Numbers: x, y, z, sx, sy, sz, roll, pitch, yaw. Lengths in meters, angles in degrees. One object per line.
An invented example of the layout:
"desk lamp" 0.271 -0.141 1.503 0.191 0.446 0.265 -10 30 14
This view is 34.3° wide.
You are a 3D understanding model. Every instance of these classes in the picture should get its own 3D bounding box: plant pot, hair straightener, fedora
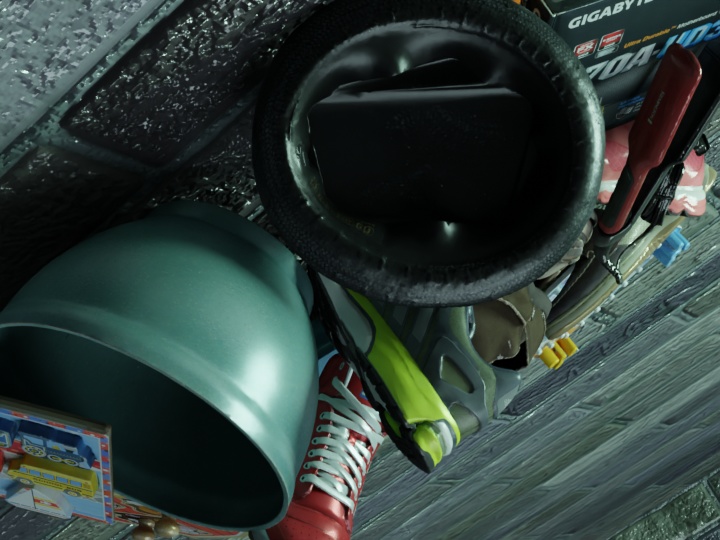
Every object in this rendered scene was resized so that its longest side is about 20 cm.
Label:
"plant pot" -0.107 0.044 0.695 0.200 0.200 0.134 106 8 -57
"hair straightener" 0.218 -0.070 0.815 0.077 0.041 0.200 -11 134 -26
"fedora" 0.036 -0.072 0.680 0.200 0.201 0.092 -27 -171 -4

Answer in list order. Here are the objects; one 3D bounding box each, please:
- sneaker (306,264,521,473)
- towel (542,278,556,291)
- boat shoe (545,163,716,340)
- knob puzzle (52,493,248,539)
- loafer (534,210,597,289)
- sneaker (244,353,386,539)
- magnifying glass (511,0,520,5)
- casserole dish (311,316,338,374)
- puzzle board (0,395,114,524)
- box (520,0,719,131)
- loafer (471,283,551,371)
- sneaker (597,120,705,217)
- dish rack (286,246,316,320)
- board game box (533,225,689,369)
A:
"sneaker" 0.024 0.026 0.707 0.081 0.200 0.074 -23 148 -13
"towel" 0.081 0.063 1.094 0.148 0.037 0.200 -4 146 -42
"boat shoe" 0.211 -0.028 0.976 0.200 0.065 0.072 -46 173 -3
"knob puzzle" -0.180 0.208 0.969 0.219 0.030 0.220 8 159 3
"loafer" 0.140 -0.016 0.897 0.072 0.063 0.200 8 176 6
"sneaker" -0.010 0.115 0.749 0.071 0.200 0.112 38 112 -20
"magnifying glass" 0.084 -0.120 0.718 0.022 0.080 0.200 -38 149 -22
"casserole dish" 0.006 0.069 0.896 0.121 0.039 0.200 -32 154 8
"puzzle board" -0.249 0.106 0.708 0.200 0.017 0.151 15 146 -1
"box" 0.181 -0.157 0.765 0.200 0.046 0.159 -21 155 -17
"loafer" 0.096 0.036 0.855 0.073 0.071 0.200 -1 167 29
"sneaker" 0.182 -0.093 0.886 0.200 0.074 0.087 6 96 -30
"dish rack" 0.000 0.000 0.870 0.200 0.055 0.153 -2 143 -41
"board game box" 0.221 0.027 1.123 0.200 0.026 0.200 -46 160 18
